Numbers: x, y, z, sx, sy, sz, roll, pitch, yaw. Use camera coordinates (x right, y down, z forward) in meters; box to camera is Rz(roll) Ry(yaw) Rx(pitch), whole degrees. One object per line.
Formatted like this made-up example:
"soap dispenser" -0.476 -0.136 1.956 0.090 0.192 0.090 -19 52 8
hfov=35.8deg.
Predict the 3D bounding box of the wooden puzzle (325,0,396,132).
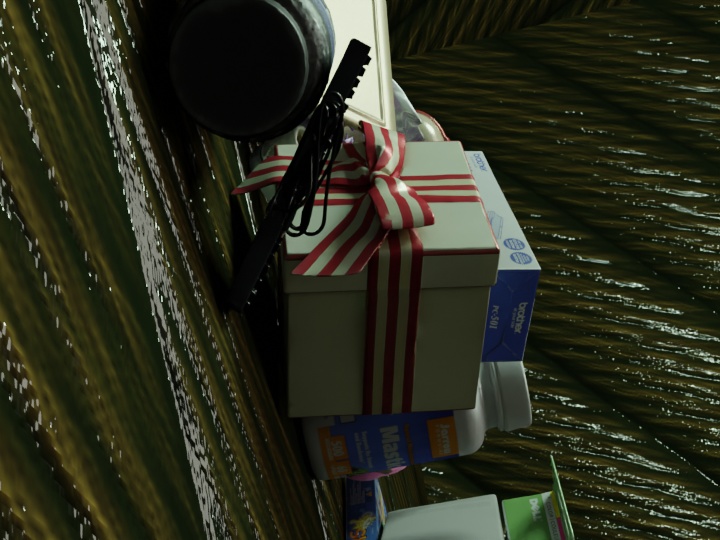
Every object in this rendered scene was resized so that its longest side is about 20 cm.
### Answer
"wooden puzzle" -0.041 -0.220 1.031 0.199 0.037 0.187 23 53 -42

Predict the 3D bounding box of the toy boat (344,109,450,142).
"toy boat" 0.018 -0.102 1.248 0.131 0.198 0.132 -21 98 -70

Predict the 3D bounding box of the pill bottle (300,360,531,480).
"pill bottle" 0.048 0.117 1.000 0.112 0.198 0.113 -10 90 -88

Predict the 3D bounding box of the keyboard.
"keyboard" -0.033 -0.055 0.746 0.104 0.039 0.201 -71 -173 -81

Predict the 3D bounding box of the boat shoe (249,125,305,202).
"boat shoe" -0.010 -0.049 1.023 0.203 0.086 0.075 55 31 -8

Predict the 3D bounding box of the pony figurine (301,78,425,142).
"pony figurine" -0.048 -0.174 1.117 0.194 0.166 0.200 67 19 6

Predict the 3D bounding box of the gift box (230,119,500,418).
"gift box" 0.000 0.000 0.891 0.185 0.198 0.188 -109 -162 -53

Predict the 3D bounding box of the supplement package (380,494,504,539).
"supplement package" 0.085 0.300 1.054 0.200 0.119 0.122 -7 87 -85

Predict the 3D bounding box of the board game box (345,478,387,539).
"board game box" 0.016 0.315 1.142 0.200 0.034 0.136 -92 169 -66

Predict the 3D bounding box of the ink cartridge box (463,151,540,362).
"ink cartridge box" 0.105 -0.018 0.980 0.201 0.044 0.095 -105 -162 -54

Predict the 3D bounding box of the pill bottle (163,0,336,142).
"pill bottle" -0.073 -0.150 0.762 0.200 0.111 0.113 -90 167 -74

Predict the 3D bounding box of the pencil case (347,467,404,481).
"pencil case" -0.012 0.105 1.108 0.093 0.090 0.202 -2 -78 51

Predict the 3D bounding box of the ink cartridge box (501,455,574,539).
"ink cartridge box" 0.178 0.291 1.094 0.104 0.059 0.201 -93 173 -53
